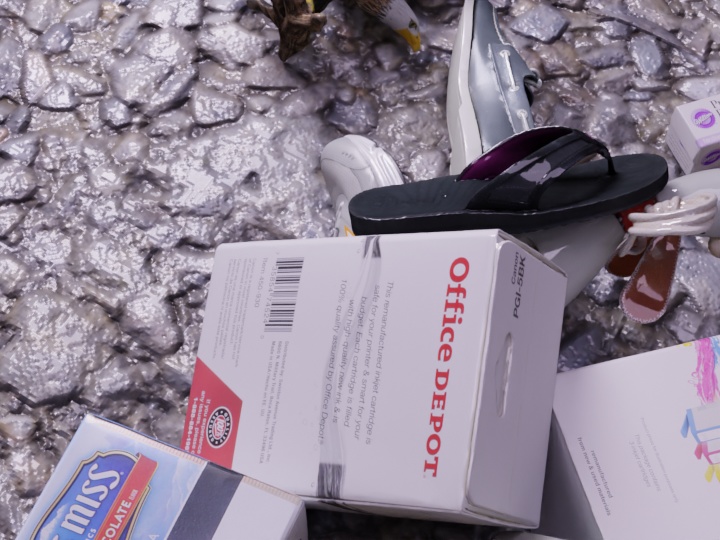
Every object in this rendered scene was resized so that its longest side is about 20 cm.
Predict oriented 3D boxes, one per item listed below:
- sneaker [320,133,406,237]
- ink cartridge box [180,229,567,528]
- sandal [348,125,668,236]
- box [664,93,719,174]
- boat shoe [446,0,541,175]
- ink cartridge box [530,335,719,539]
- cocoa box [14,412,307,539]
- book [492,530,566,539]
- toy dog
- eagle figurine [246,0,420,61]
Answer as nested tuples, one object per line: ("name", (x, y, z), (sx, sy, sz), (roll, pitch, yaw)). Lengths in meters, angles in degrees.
("sneaker", (0.000, 0.000, 0.876), (0.091, 0.076, 0.201), (-19, 61, -9))
("ink cartridge box", (0.006, 0.061, 0.757), (0.199, 0.083, 0.148), (-1, 73, 37))
("sandal", (0.091, -0.055, 0.820), (0.199, 0.048, 0.075), (-9, 24, -4))
("box", (0.318, -0.118, 0.980), (0.199, 0.039, 0.042), (-16, 60, -12))
("boat shoe", (0.094, -0.116, 0.942), (0.061, 0.073, 0.201), (5, 47, -3))
("ink cartridge box", (0.205, 0.121, 0.780), (0.199, 0.129, 0.126), (-12, 59, -11))
("cocoa box", (-0.124, 0.204, 0.708), (0.130, 0.134, 0.201), (20, 60, 11))
("book", (0.140, 0.221, 0.671), (0.048, 0.134, 0.201), (-37, 94, -16))
("toy dog", (0.148, 0.006, 0.862), (0.199, 0.097, 0.132), (-10, 14, 24))
("eagle figurine", (0.015, -0.231, 0.985), (0.200, 0.151, 0.152), (-43, 49, -12))
